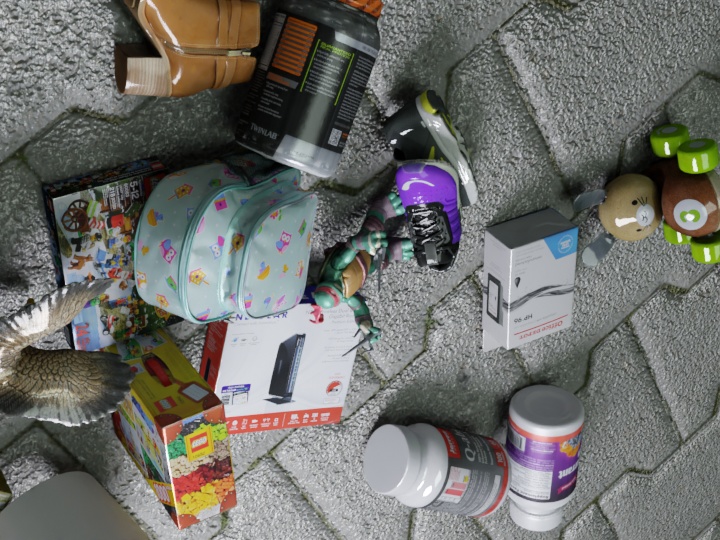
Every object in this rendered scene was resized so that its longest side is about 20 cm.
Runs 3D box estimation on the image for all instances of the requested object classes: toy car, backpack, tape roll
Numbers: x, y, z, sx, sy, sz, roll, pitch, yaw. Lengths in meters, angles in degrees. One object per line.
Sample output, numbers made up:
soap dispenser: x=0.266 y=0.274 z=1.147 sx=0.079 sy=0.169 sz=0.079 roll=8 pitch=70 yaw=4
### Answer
toy car: x=0.389 y=-0.084 z=1.860 sx=0.198 sy=0.158 sz=0.166 roll=-19 pitch=114 yaw=-9
backpack: x=-0.148 y=-0.030 z=1.485 sx=0.199 sy=0.152 sz=0.178 roll=-15 pitch=124 yaw=-47
tape roll: x=-0.343 y=0.356 z=1.575 sx=0.202 sy=0.139 sz=0.204 roll=-38 pitch=151 yaw=-25

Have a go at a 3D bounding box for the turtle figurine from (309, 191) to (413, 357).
turtle figurine: x=0.000 y=0.000 z=1.633 sx=0.201 sy=0.100 sz=0.151 roll=-55 pitch=159 yaw=-44

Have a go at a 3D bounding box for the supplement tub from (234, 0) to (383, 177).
supplement tub: x=-0.052 y=-0.215 z=1.484 sx=0.122 sy=0.122 sz=0.202 roll=17 pitch=97 yaw=-39

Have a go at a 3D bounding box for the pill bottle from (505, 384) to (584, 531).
pill bottle: x=0.268 y=0.282 z=2.002 sx=0.110 sy=0.111 sz=0.202 roll=-15 pitch=124 yaw=-26

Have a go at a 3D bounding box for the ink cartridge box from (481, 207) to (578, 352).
ink cartridge box: x=0.232 y=0.029 z=1.861 sx=0.115 sy=0.068 sz=0.202 roll=-18 pitch=125 yaw=-24

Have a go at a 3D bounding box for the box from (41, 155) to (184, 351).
box: x=-0.274 y=-0.016 z=1.515 sx=0.135 sy=0.038 sz=0.202 roll=-18 pitch=124 yaw=-25

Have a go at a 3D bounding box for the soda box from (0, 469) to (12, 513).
soda box: x=-0.492 y=0.235 z=1.494 sx=0.199 sy=0.068 sz=0.065 roll=22 pitch=104 yaw=-40

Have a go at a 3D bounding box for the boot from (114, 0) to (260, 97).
boot: x=-0.171 y=-0.273 z=1.408 sx=0.153 sy=0.077 sz=0.202 roll=-8 pitch=123 yaw=-28

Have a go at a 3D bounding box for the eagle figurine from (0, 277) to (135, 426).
eagle figurine: x=-0.356 y=0.081 z=1.443 sx=0.152 sy=0.197 sz=0.153 roll=58 pitch=36 yaw=-71

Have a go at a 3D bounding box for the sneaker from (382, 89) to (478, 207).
sneaker: x=0.087 y=-0.145 z=1.674 sx=0.084 sy=0.075 sz=0.201 roll=-19 pitch=139 yaw=12

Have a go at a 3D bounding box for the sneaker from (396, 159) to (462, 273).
sneaker: x=0.088 y=-0.058 z=1.647 sx=0.200 sy=0.069 sz=0.101 roll=58 pitch=34 yaw=-62

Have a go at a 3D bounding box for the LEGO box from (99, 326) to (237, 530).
LEGO box: x=-0.222 y=0.173 z=1.551 sx=0.076 sy=0.200 sz=0.151 roll=-20 pitch=125 yaw=-23

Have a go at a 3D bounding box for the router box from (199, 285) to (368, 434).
router box: x=-0.102 y=0.111 z=1.697 sx=0.198 sy=0.049 sz=0.182 roll=-3 pitch=117 yaw=-33

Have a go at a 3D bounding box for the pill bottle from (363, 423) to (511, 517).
pill bottle: x=0.107 y=0.277 z=1.889 sx=0.198 sy=0.116 sz=0.117 roll=16 pitch=107 yaw=-39
